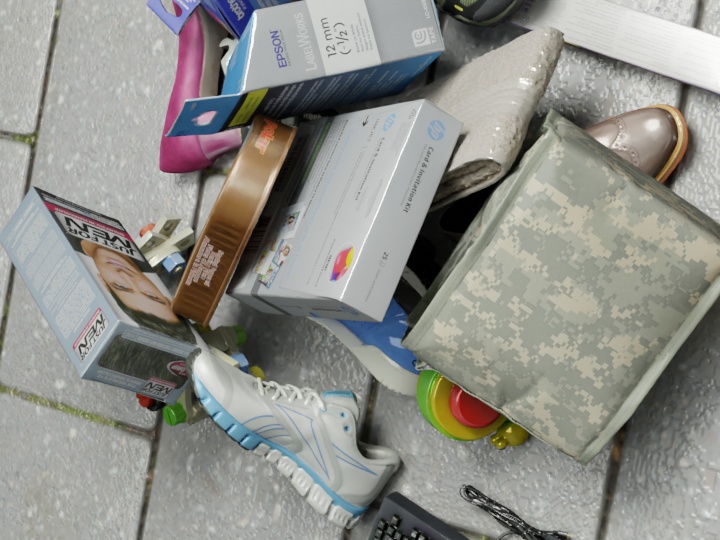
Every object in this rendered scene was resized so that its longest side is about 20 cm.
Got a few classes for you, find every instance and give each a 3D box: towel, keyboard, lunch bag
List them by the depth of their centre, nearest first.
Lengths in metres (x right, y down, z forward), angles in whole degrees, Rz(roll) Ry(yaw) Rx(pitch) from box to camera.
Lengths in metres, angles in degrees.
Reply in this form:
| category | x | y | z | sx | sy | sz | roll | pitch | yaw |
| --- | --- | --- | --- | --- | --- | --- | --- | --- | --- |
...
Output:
| category | x | y | z | sx | sy | sz | roll | pitch | yaw |
| --- | --- | --- | --- | --- | --- | --- | --- | --- | --- |
| lunch bag | 0.143 | 0.018 | 1.049 | 0.164 | 0.118 | 0.200 | 33 | 106 | -2 |
| towel | 0.066 | -0.103 | 1.115 | 0.200 | 0.034 | 0.133 | -22 | 37 | 55 |
| keyboard | 0.092 | 0.232 | 1.153 | 0.200 | 0.021 | 0.127 | 30 | 102 | 31 |

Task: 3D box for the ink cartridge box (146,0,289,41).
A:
| category | x | y | z | sx | sy | sz | roll | pitch | yaw |
| --- | --- | --- | --- | --- | --- | --- | --- | --- | --- |
| ink cartridge box | -0.100 | -0.287 | 1.252 | 0.200 | 0.076 | 0.136 | -42 | 61 | -5 |

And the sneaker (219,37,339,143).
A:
| category | x | y | z | sx | sy | sz | roll | pitch | yaw |
| --- | --- | --- | --- | --- | --- | --- | --- | --- | --- |
| sneaker | -0.052 | -0.132 | 1.250 | 0.089 | 0.074 | 0.200 | -31 | 70 | 30 |

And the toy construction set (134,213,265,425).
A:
| category | x | y | z | sx | sy | sz | roll | pitch | yaw |
| --- | --- | --- | --- | --- | --- | --- | --- | --- | --- |
| toy construction set | -0.164 | 0.051 | 1.298 | 0.200 | 0.092 | 0.131 | 61 | 142 | 31 |

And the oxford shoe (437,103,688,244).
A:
| category | x | y | z | sx | sy | sz | roll | pitch | yaw |
| --- | --- | --- | --- | --- | --- | --- | --- | --- | --- |
| oxford shoe | 0.148 | -0.064 | 1.109 | 0.200 | 0.073 | 0.071 | -31 | 69 | 28 |

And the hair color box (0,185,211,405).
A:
| category | x | y | z | sx | sy | sz | roll | pitch | yaw |
| --- | --- | --- | --- | --- | --- | --- | --- | --- | --- |
| hair color box | -0.214 | 0.019 | 1.232 | 0.061 | 0.099 | 0.200 | -53 | 46 | 14 |

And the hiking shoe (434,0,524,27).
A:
| category | x | y | z | sx | sy | sz | roll | pitch | yaw |
| --- | --- | --- | --- | --- | --- | --- | --- | --- | --- |
| hiking shoe | 0.050 | -0.239 | 1.149 | 0.200 | 0.101 | 0.076 | 24 | 99 | 53 |

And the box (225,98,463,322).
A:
| category | x | y | z | sx | sy | sz | roll | pitch | yaw |
| --- | --- | --- | --- | --- | --- | --- | --- | --- | --- |
| box | -0.017 | -0.042 | 1.104 | 0.200 | 0.041 | 0.156 | -1 | 64 | 63 |

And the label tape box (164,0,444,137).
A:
| category | x | y | z | sx | sy | sz | roll | pitch | yaw |
| --- | --- | --- | --- | --- | --- | --- | --- | --- | --- |
| label tape box | -0.052 | -0.160 | 1.148 | 0.143 | 0.200 | 0.066 | 152 | 106 | -76 |

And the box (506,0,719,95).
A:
| category | x | y | z | sx | sy | sz | roll | pitch | yaw |
| --- | --- | --- | --- | --- | --- | --- | --- | --- | --- |
| box | 0.195 | -0.175 | 1.108 | 0.200 | 0.039 | 0.041 | 25 | 101 | 33 |

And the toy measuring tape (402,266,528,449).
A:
| category | x | y | z | sx | sy | sz | roll | pitch | yaw |
| --- | --- | --- | --- | --- | --- | --- | --- | --- | --- |
| toy measuring tape | 0.053 | 0.067 | 1.116 | 0.074 | 0.074 | 0.200 | -34 | 109 | 27 |

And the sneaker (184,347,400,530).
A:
| category | x | y | z | sx | sy | sz | roll | pitch | yaw |
| --- | --- | --- | --- | --- | --- | --- | --- | --- | --- |
| sneaker | -0.050 | 0.115 | 1.188 | 0.087 | 0.200 | 0.075 | -46 | 21 | 10 |

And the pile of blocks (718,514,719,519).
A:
| category | x | y | z | sx | sy | sz | roll | pitch | yaw |
| --- | --- | --- | --- | --- | --- | --- | --- | --- | --- |
| pile of blocks | 0.265 | 0.211 | 1.019 | 0.200 | 0.062 | 0.082 | -31 | 57 | 20 |

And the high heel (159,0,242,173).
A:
| category | x | y | z | sx | sy | sz | roll | pitch | yaw |
| --- | --- | --- | --- | --- | --- | --- | --- | --- | --- |
| high heel | -0.160 | -0.189 | 1.333 | 0.096 | 0.067 | 0.200 | -17 | 89 | 21 |

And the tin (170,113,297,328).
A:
| category | x | y | z | sx | sy | sz | roll | pitch | yaw |
| --- | --- | --- | --- | --- | --- | --- | --- | --- | --- |
| tin | -0.101 | -0.039 | 1.175 | 0.042 | 0.112 | 0.200 | 27 | 134 | -3 |

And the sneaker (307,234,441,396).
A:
| category | x | y | z | sx | sy | sz | roll | pitch | yaw |
| --- | --- | --- | --- | --- | --- | --- | --- | --- | --- |
| sneaker | 0.001 | 0.000 | 1.198 | 0.200 | 0.077 | 0.111 | 39 | 113 | 26 |
